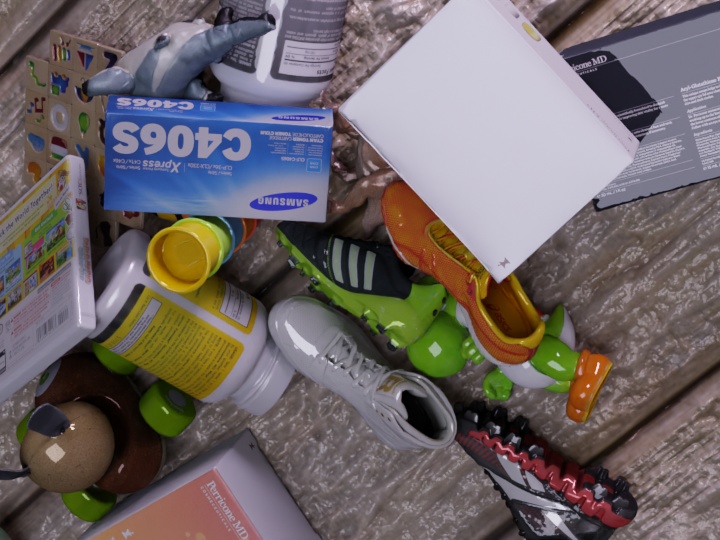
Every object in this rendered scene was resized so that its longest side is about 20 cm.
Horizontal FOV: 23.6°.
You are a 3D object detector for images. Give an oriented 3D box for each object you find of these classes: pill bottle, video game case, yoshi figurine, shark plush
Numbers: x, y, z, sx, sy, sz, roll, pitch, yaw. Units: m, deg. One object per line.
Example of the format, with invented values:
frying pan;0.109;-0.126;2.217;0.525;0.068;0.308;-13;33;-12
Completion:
pill bottle;-0.161;0.055;1.645;0.200;0.113;0.113;32;113;-19
pill bottle;-0.074;-0.221;1.563;0.115;0.116;0.201;17;109;10
video game case;-0.317;0.014;1.658;0.200;0.023;0.183;-35;53;42
yoshi figurine;0.125;0.083;1.601;0.199;0.112;0.113;28;118;11
shark plush;-0.151;-0.180;1.541;0.199;0.091;0.083;-29;101;19

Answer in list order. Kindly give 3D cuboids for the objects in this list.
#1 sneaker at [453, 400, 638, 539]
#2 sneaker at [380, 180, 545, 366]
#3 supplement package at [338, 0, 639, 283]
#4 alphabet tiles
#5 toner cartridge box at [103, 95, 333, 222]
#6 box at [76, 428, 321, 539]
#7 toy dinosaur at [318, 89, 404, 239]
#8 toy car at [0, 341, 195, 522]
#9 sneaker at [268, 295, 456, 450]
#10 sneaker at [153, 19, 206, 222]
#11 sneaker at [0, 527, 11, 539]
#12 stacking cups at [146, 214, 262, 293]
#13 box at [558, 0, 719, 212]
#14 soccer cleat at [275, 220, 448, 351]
sneaker;0.159;0.204;1.643;0.200;0.071;0.098;32;109;3
sneaker;0.096;-0.008;1.530;0.200;0.073;0.077;48;153;9
supplement package;0.111;-0.122;1.456;0.156;0.111;0.200;-43;92;17
alphabet tiles;-0.266;-0.124;1.664;0.166;0.006;0.201;20;115;34
toner cartridge box;-0.126;-0.099;1.530;0.199;0.043;0.095;3;118;-4
box;-0.165;0.281;1.737;0.200;0.106;0.153;-32;95;22
toy dinosaur;0.034;-0.109;1.586;0.135;0.086;0.201;4;112;7
toy car;-0.290;0.155;1.673;0.164;0.200;0.158;-47;72;20
sneaker;0.009;0.093;1.612;0.200;0.115;0.074;42;73;-15
sneaker;-0.158;-0.137;1.638;0.090;0.070;0.201;19;115;6
sneaker;-0.327;0.339;1.814;0.118;0.074;0.201;-16;111;26
stacking cups;-0.134;-0.029;1.588;0.060;0.200;0.061;3;103;14
box;0.283;-0.151;1.504;0.199;0.079;0.142;-15;104;19
soccer cleat;0.000;0.000;1.616;0.081;0.068;0.200;-44;53;-13
